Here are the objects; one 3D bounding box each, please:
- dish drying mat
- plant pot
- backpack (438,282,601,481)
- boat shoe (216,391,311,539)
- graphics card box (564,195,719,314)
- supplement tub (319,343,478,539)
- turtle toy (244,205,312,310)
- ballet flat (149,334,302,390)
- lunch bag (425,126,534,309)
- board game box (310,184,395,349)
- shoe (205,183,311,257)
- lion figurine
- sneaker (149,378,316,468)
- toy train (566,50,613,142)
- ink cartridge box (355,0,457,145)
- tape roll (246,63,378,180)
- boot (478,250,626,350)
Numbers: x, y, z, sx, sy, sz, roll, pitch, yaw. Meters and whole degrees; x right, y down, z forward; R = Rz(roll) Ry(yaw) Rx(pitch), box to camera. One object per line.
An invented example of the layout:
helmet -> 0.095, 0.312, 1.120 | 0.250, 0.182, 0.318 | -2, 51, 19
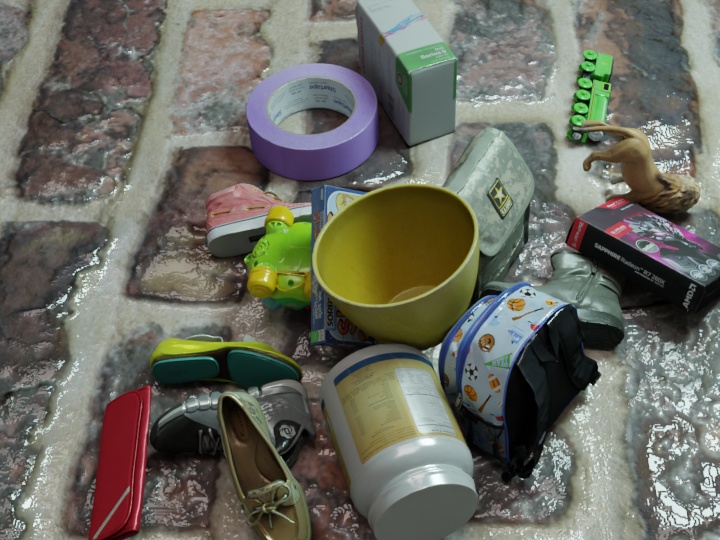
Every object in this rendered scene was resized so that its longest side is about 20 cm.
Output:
dish drying mat -> -0.288, 0.232, 1.401 | 0.077, 0.018, 0.200 | -26, 45, 25
plant pot -> 0.056, 0.015, 1.406 | 0.199, 0.142, 0.200 | -11, 44, 10
backpack -> 0.185, 0.109, 1.382 | 0.154, 0.191, 0.200 | 26, 56, 25
boat shoe -> -0.118, 0.233, 1.335 | 0.073, 0.063, 0.200 | -28, 78, 1
graphics card box -> 0.390, -0.024, 1.554 | 0.200, 0.051, 0.125 | 34, 35, 28
supplement tub -> 0.044, 0.199, 1.342 | 0.144, 0.145, 0.200 | -14, 49, -9
turtle toy -> -0.057, 0.001, 1.555 | 0.199, 0.101, 0.146 | 6, 50, 9
ballet flat -> -0.169, 0.110, 1.494 | 0.199, 0.067, 0.067 | 1, 35, 7
lunch bag -> 0.150, -0.066, 1.534 | 0.117, 0.200, 0.164 | 20, 52, 21
board game box -> 0.000, 0.000, 1.490 | 0.135, 0.034, 0.201 | 7, 77, -35
shoe -> -0.123, -0.083, 1.654 | 0.199, 0.072, 0.091 | -11, 54, 0
lion figurine -> 0.383, -0.143, 1.612 | 0.122, 0.200, 0.073 | -1, 61, 39
sneaker -> -0.147, 0.205, 1.401 | 0.199, 0.075, 0.116 | -16, 52, -11
toy train -> 0.359, -0.269, 1.809 | 0.056, 0.042, 0.200 | 15, 50, 3
ink cartridge box -> 0.069, -0.315, 1.797 | 0.087, 0.146, 0.200 | -20, 50, -14
tape roll -> -0.072, -0.229, 1.786 | 0.199, 0.066, 0.201 | -3, 49, 3
boot -> 0.252, 0.026, 1.531 | 0.199, 0.068, 0.131 | 15, 45, -5
